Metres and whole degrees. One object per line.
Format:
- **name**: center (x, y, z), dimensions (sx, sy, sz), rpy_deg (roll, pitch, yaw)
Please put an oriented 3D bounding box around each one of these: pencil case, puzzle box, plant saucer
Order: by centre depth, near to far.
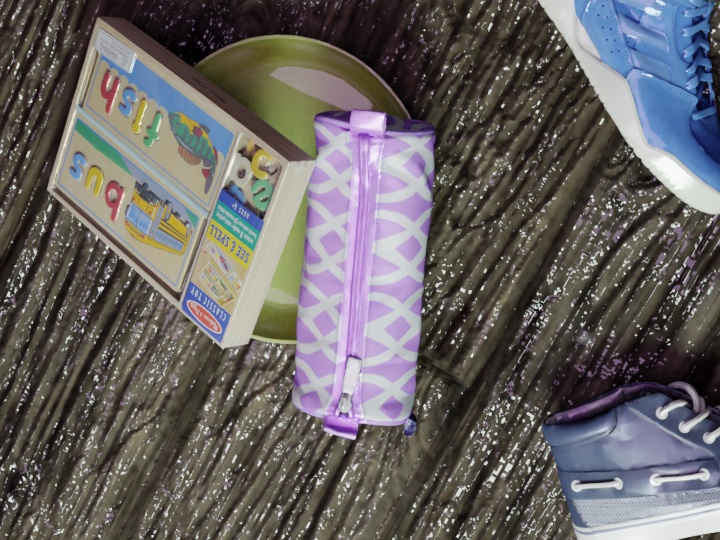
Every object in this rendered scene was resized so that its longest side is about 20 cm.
- **pencil case**: center (0.000, 0.000, 0.916), dimensions (0.083, 0.085, 0.202), rpy_deg (6, 100, 16)
- **puzzle box**: center (-0.122, -0.060, 0.954), dimensions (0.200, 0.025, 0.134), rpy_deg (37, 118, 32)
- **plant saucer**: center (-0.047, -0.054, 0.981), dimensions (0.198, 0.031, 0.202), rpy_deg (3, 100, 16)

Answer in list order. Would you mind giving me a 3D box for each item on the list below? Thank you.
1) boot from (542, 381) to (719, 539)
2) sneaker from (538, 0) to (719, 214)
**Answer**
- **boot**: center (0.212, 0.107, 0.911), dimensions (0.198, 0.073, 0.091), rpy_deg (-19, 99, 19)
- **sneaker**: center (0.190, -0.140, 0.874), dimensions (0.111, 0.077, 0.201), rpy_deg (-36, 82, 27)
